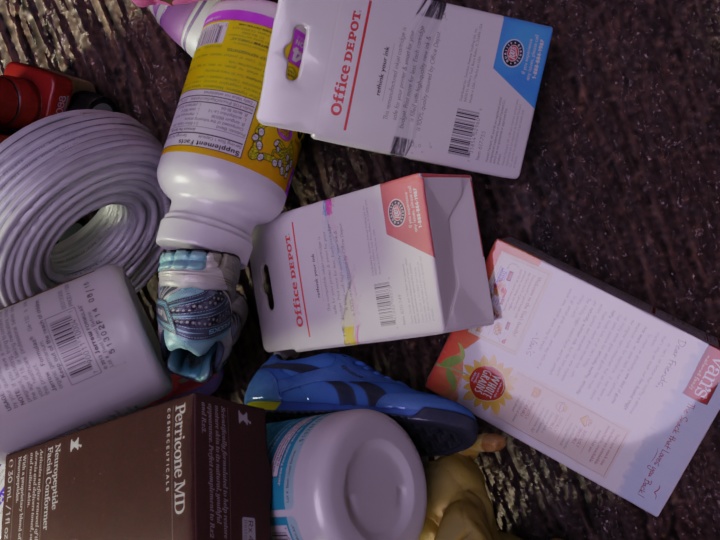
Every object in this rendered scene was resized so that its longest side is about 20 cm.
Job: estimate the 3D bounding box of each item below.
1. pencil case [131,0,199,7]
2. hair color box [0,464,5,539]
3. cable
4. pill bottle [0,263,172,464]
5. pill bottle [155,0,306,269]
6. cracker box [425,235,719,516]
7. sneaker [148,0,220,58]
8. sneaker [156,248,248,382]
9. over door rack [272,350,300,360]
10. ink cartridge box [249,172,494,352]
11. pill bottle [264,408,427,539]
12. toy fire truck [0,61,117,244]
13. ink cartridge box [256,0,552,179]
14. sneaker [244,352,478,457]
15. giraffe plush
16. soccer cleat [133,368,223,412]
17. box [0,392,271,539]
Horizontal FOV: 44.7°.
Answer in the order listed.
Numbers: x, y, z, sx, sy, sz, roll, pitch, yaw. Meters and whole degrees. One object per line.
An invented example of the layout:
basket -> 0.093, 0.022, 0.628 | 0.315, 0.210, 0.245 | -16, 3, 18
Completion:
pencil case -> -0.088, -0.257, 0.651 | 0.200, 0.091, 0.094 | -2, 68, 11
hair color box -> -0.257, 0.176, 0.734 | 0.200, 0.065, 0.109 | 33, 85, 30
cable -> -0.238, -0.037, 0.730 | 0.069, 0.200, 0.200 | 42, 106, 21
pill bottle -> -0.258, 0.083, 0.675 | 0.200, 0.114, 0.114 | -24, 86, -11
pill bottle -> -0.099, -0.106, 0.699 | 0.104, 0.104, 0.200 | 11, 78, 18
cracker box -> 0.169, 0.076, 0.676 | 0.200, 0.058, 0.134 | 29, 104, 16
sneaker -> -0.117, -0.289, 0.739 | 0.114, 0.073, 0.200 | 47, 107, 13
sneaker -> -0.136, 0.049, 0.705 | 0.077, 0.200, 0.086 | 6, 73, -2
over door rack -> -0.058, 0.180, 0.757 | 0.148, 0.067, 0.200 | 33, 104, 13
ink cartridge box -> 0.000, 0.000, 0.699 | 0.200, 0.067, 0.117 | -11, 86, 43
pill bottle -> -0.057, 0.166, 0.641 | 0.200, 0.111, 0.111 | -16, 89, 42
toy fire truck -> -0.310, -0.088, 0.744 | 0.129, 0.200, 0.176 | 21, 101, 23
ink cartridge box -> 0.030, -0.145, 0.664 | 0.200, 0.068, 0.116 | 11, 98, -6
sneaker -> -0.001, 0.094, 0.678 | 0.200, 0.066, 0.079 | 0, 50, 29
giraffe plush -> 0.077, 0.233, 0.668 | 0.172, 0.200, 0.162 | -21, 121, 37
soccer cleat -> -0.205, 0.137, 0.813 | 0.200, 0.067, 0.077 | -25, 117, 13
box -> -0.157, 0.158, 0.592 | 0.200, 0.075, 0.100 | -21, 61, 29
